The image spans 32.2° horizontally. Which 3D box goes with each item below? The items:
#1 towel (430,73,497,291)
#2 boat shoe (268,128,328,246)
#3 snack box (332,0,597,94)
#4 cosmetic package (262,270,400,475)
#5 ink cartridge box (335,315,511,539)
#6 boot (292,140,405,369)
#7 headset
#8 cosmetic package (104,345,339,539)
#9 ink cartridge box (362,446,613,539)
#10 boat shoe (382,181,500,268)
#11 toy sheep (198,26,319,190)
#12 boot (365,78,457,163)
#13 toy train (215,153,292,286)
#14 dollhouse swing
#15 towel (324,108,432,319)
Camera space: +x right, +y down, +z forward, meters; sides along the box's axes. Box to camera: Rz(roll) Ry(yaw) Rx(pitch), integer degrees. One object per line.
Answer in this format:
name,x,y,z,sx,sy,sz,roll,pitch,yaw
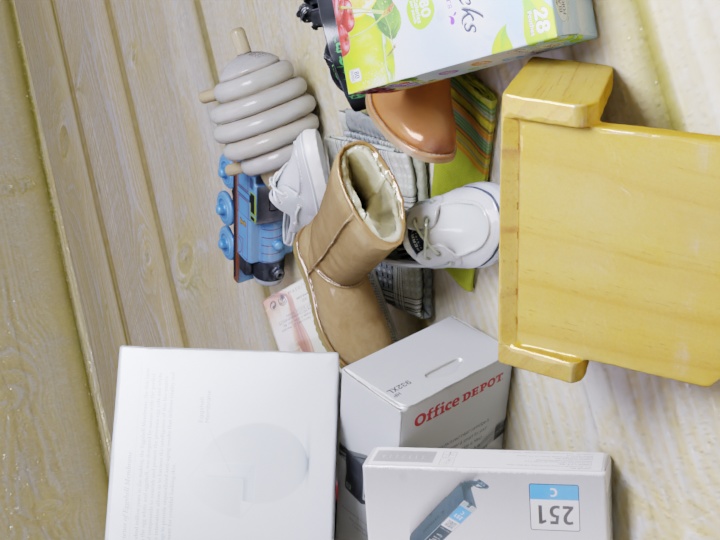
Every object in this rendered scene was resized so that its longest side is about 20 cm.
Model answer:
towel,0.088,-0.084,1.137,0.086,0.018,0.201,-127,34,-49
boat shoe,-0.068,-0.087,1.388,0.200,0.068,0.072,90,173,-67
snack box,0.068,-0.237,0.950,0.199,0.068,0.170,-10,92,39
cosmetic package,-0.011,0.104,1.268,0.087,0.103,0.201,-28,75,31
ink cartridge box,0.056,0.163,1.141,0.084,0.145,0.201,30,130,39
boot,0.000,0.000,1.128,0.176,0.066,0.200,61,158,9
headset,-0.024,-0.231,1.213,0.200,0.093,0.124,-89,-19,-57
cosmetic package,-0.120,0.179,1.139,0.123,0.199,0.201,94,178,-77
ink cartridge box,0.108,0.236,1.028,0.045,0.199,0.177,-47,-46,-68
boat shoe,0.070,-0.028,1.113,0.200,0.066,0.074,-23,83,64
toy sheep,-0.114,-0.180,1.435,0.138,0.137,0.201,13,129,66
boot,0.059,-0.203,1.052,0.155,0.073,0.201,-61,36,42
toy train,-0.129,-0.070,1.585,0.114,0.086,0.201,44,140,45
dollhouse swing,0.192,-0.036,0.889,0.182,0.175,0.201,-51,-38,-63
towel,0.017,-0.064,1.297,0.192,0.034,0.201,-150,54,-62
